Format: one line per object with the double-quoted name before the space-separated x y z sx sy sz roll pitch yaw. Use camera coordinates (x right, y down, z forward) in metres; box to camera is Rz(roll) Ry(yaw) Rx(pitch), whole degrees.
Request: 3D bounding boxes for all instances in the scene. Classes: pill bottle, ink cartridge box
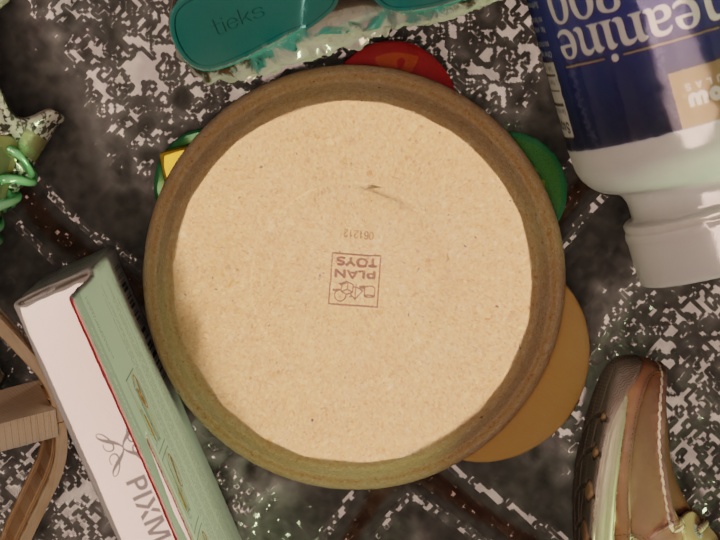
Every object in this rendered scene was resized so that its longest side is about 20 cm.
"pill bottle" 0.134 -0.099 1.194 0.110 0.111 0.201 -16 97 5
"ink cartridge box" -0.094 0.097 1.200 0.043 0.174 0.201 -23 96 4

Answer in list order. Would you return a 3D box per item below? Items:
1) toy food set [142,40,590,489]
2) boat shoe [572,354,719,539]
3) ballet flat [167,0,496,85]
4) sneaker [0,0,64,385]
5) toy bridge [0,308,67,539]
"toy food set" 0.000 0.000 1.246 0.199 0.049 0.199 -11 97 5
"boat shoe" 0.134 0.134 1.249 0.071 0.076 0.201 0 107 -1
"ballet flat" 0.005 -0.134 1.194 0.199 0.072 0.072 -14 97 30
"sneaker" -0.174 -0.045 1.242 0.088 0.077 0.201 -12 101 -8
"toy bridge" -0.167 0.068 1.233 0.067 0.027 0.201 -14 126 -18
